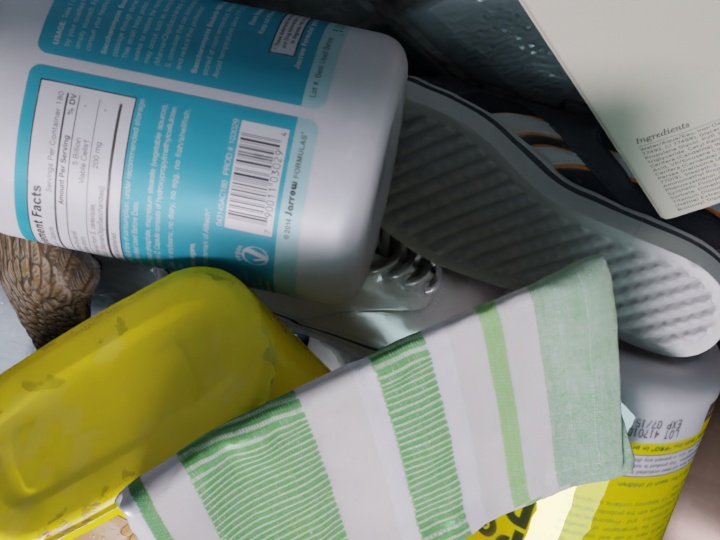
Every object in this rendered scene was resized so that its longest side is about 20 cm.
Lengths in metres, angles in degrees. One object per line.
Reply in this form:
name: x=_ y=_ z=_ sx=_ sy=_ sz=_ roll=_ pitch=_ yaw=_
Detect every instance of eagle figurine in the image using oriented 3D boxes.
eagle figurine: x=-0.137 y=0.050 z=0.923 sx=0.151 sy=0.152 sz=0.200 roll=-47 pitch=151 yaw=11

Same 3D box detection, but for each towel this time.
towel: x=0.012 y=0.080 z=0.746 sx=0.199 sy=0.023 sz=0.153 roll=-24 pitch=144 yaw=-5

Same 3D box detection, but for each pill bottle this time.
pill bottle: x=-0.086 y=-0.059 z=0.770 sx=0.198 sy=0.111 sz=0.111 roll=13 pitch=147 yaw=4
pill bottle: x=0.089 y=0.108 z=0.892 sx=0.108 sy=0.109 sz=0.201 roll=10 pitch=116 yaw=-12

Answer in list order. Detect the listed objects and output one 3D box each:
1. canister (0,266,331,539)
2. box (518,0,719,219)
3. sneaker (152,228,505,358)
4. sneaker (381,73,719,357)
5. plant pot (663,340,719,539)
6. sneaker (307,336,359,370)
canister: x=-0.065 y=0.088 z=0.811 sx=0.148 sy=0.087 sz=0.200 roll=-30 pitch=151 yaw=6
box: x=0.113 y=-0.107 z=0.736 sx=0.082 sy=0.069 sz=0.200 roll=-19 pitch=141 yaw=19
sneaker: x=0.000 y=0.000 z=0.899 sx=0.198 sy=0.074 sz=0.071 roll=9 pitch=154 yaw=-9
sneaker: x=0.078 y=-0.037 z=0.847 sx=0.199 sy=0.080 sz=0.079 roll=29 pitch=131 yaw=3
plant pot: x=0.203 y=0.116 z=0.987 sx=0.173 sy=0.201 sz=0.201 roll=22 pitch=145 yaw=0
sneaker: x=-0.027 y=0.087 z=1.038 sx=0.080 sy=0.071 sz=0.201 roll=9 pitch=145 yaw=5
